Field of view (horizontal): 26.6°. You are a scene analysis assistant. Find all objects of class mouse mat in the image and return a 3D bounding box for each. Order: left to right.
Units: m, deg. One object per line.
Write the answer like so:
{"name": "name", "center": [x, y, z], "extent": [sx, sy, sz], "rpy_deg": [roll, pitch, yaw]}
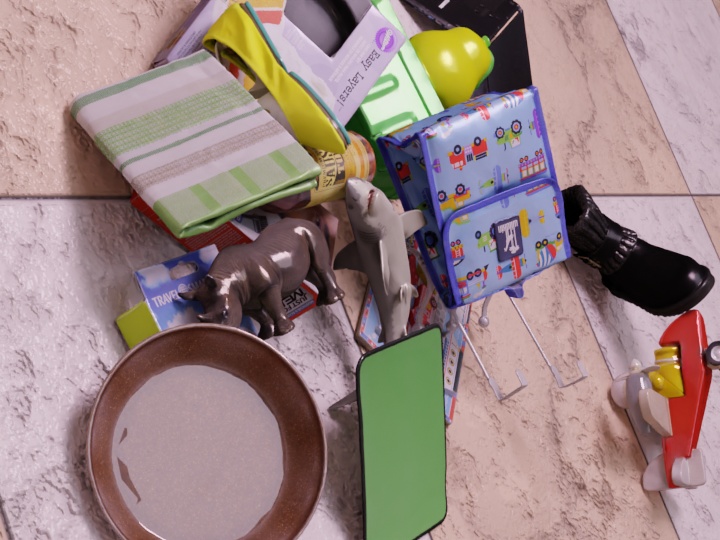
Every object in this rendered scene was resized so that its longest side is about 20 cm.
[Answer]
{"name": "mouse mat", "center": [0.041, 0.161, 1.428], "extent": [0.160, 0.007, 0.203], "rpy_deg": [-18, 109, -57]}

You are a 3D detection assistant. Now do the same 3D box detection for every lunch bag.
{"name": "lunch bag", "center": [0.124, -0.065, 1.542], "extent": [0.149, 0.094, 0.203], "rpy_deg": [-24, 103, -26]}

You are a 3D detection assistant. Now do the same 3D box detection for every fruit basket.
{"name": "fruit basket", "center": [0.041, -0.194, 1.636], "extent": [0.213, 0.155, 0.218], "rpy_deg": [17, 60, -31]}

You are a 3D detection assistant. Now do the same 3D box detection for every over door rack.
{"name": "over door rack", "center": [0.128, 0.060, 1.606], "extent": [0.147, 0.067, 0.201], "rpy_deg": [-3, 49, -54]}

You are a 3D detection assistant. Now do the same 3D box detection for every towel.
{"name": "towel", "center": [-0.144, -0.108, 1.311], "extent": [0.148, 0.031, 0.200], "rpy_deg": [-24, 51, -24]}

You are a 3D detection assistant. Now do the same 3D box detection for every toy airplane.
{"name": "toy airplane", "center": [0.370, 0.171, 1.857], "extent": [0.199, 0.139, 0.202], "rpy_deg": [-51, 144, -45]}

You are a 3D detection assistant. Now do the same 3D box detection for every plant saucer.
{"name": "plant saucer", "center": [-0.124, 0.144, 1.211], "extent": [0.198, 0.037, 0.203], "rpy_deg": [6, 74, -21]}

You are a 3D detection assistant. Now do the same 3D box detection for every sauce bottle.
{"name": "sauce bottle", "center": [-0.061, -0.085, 1.389], "extent": [0.199, 0.066, 0.067], "rpy_deg": [-23, 84, -55]}

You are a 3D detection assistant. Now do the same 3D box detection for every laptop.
{"name": "laptop", "center": [0.142, -0.293, 1.985], "extent": [0.199, 0.104, 0.177], "rpy_deg": [33, 34, 4]}

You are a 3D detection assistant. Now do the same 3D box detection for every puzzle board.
{"name": "puzzle board", "center": [0.064, 0.045, 1.619], "extent": [0.151, 0.017, 0.201], "rpy_deg": [44, 37, -24]}

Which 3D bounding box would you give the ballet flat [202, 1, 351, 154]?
{"name": "ballet flat", "center": [-0.083, -0.163, 1.384], "extent": [0.201, 0.067, 0.067], "rpy_deg": [54, -5, 29]}

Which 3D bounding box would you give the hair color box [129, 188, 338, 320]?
{"name": "hair color box", "center": [-0.112, -0.055, 1.412], "extent": [0.200, 0.064, 0.112], "rpy_deg": [41, 37, -30]}

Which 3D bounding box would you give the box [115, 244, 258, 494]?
{"name": "box", "center": [-0.126, 0.087, 1.300], "extent": [0.122, 0.047, 0.202], "rpy_deg": [-23, 84, -57]}

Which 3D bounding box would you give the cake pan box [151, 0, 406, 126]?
{"name": "cake pan box", "center": [-0.074, -0.217, 1.492], "extent": [0.184, 0.052, 0.201], "rpy_deg": [43, 72, -19]}

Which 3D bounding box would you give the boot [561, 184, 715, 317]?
{"name": "boot", "center": [0.330, -0.026, 1.900], "extent": [0.080, 0.210, 0.158], "rpy_deg": [-50, 116, -15]}

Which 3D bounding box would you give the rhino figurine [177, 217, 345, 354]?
{"name": "rhino figurine", "center": [-0.088, 0.015, 1.307], "extent": [0.199, 0.059, 0.088], "rpy_deg": [-31, 97, -49]}

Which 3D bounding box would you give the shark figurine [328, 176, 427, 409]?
{"name": "shark figurine", "center": [0.007, 0.017, 1.463], "extent": [0.128, 0.088, 0.218], "rpy_deg": [-13, 101, -60]}
